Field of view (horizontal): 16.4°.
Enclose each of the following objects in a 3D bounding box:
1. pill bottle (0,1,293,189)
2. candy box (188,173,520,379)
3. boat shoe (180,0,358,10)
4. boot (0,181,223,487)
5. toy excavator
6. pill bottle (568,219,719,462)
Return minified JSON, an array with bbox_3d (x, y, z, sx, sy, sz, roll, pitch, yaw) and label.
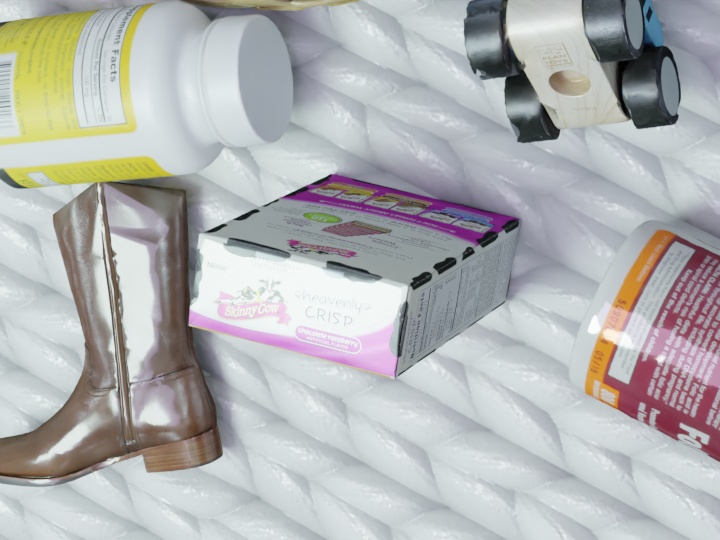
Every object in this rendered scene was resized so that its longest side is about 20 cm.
[{"bbox_3d":[-0.149,-0.113,1.606,0.199,0.111,0.112,-3,101,24],"label":"pill bottle"},{"bbox_3d":[0.000,0.000,1.519,0.136,0.200,0.061,14,107,20],"label":"candy box"},{"bbox_3d":[-0.051,-0.200,1.569,0.199,0.066,0.074,-3,100,24],"label":"boat shoe"},{"bbox_3d":[-0.191,0.039,1.684,0.186,0.064,0.201,-8,102,11],"label":"boot"},{"bbox_3d":[0.122,-0.204,1.483,0.100,0.201,0.195,-7,143,23],"label":"toy excavator"},{"bbox_3d":[0.234,0.061,1.481,0.199,0.114,0.115,27,111,16],"label":"pill bottle"}]
